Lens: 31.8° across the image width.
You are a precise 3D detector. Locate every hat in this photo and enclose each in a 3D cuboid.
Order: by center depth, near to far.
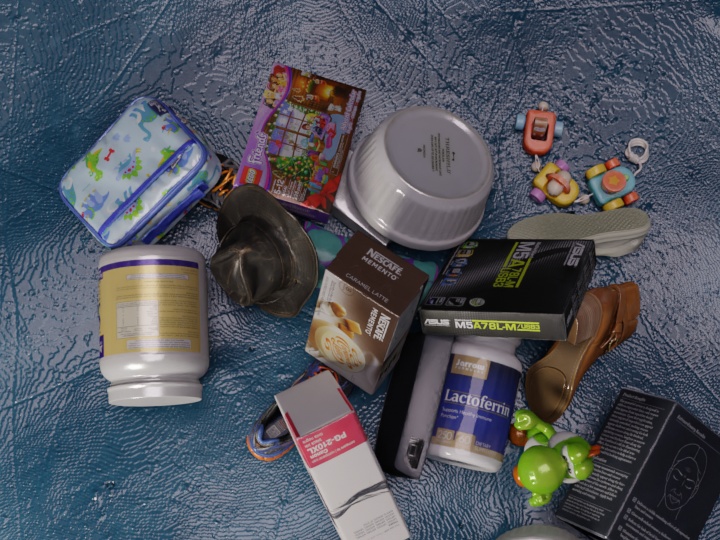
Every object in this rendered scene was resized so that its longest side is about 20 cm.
[{"bbox_3d":[-0.149,-0.012,1.678,0.081,0.201,0.201,-30,80,-37],"label":"hat"}]

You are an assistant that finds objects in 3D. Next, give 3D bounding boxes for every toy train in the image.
[{"bbox_3d":[0.312,-0.161,1.800,0.200,0.056,0.150,14,79,1],"label":"toy train"}]

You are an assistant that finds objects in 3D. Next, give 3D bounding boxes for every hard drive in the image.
[{"bbox_3d":[0.068,0.174,1.683,0.042,0.135,0.200,17,80,-13],"label":"hard drive"}]

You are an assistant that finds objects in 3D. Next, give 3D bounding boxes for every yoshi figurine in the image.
[{"bbox_3d":[0.231,0.244,1.637,0.112,0.200,0.112,36,81,-6],"label":"yoshi figurine"}]

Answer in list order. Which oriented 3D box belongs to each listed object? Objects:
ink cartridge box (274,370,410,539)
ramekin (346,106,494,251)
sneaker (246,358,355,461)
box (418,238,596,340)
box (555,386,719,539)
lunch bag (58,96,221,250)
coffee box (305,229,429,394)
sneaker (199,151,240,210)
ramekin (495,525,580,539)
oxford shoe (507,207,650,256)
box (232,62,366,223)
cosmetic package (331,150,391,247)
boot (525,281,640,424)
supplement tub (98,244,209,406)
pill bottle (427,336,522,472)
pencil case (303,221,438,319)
[{"bbox_3d":[-0.024,0.251,1.624,0.084,0.145,0.200,-26,112,-6],"label":"ink cartridge box"},{"bbox_3d":[0.089,-0.135,1.729,0.202,0.094,0.203,10,56,-15],"label":"ramekin"},{"bbox_3d":[-0.072,0.179,1.709,0.075,0.078,0.200,41,80,5],"label":"sneaker"},{"bbox_3d":[0.198,0.021,1.671,0.193,0.200,0.048,0,119,24],"label":"box"},{"bbox_3d":[0.377,0.279,1.659,0.148,0.107,0.200,37,78,-28],"label":"box"},{"bbox_3d":[-0.299,-0.126,1.732,0.200,0.082,0.161,-43,66,2],"label":"lunch bag"},{"bbox_3d":[0.006,0.057,1.633,0.114,0.200,0.080,33,56,10],"label":"coffee box"},{"bbox_3d":[-0.171,-0.107,1.764,0.200,0.077,0.078,36,82,7],"label":"sneaker"},{"bbox_3d":[0.230,0.422,1.627,0.202,0.094,0.203,2,100,10],"label":"ramekin"},{"bbox_3d":[0.306,-0.045,1.776,0.200,0.058,0.075,-5,43,2],"label":"oxford shoe"},{"bbox_3d":[-0.083,-0.176,1.740,0.137,0.039,0.200,16,69,-2],"label":"box"},{"bbox_3d":[-0.022,-0.118,1.782,0.200,0.051,0.083,38,75,5],"label":"cosmetic package"},{"bbox_3d":[0.307,0.108,1.734,0.155,0.200,0.077,-19,36,-41],"label":"boot"},{"bbox_3d":[-0.276,0.075,1.689,0.145,0.145,0.200,-2,79,-2],"label":"supplement tub"},{"bbox_3d":[0.153,0.162,1.701,0.116,0.116,0.200,13,78,1],"label":"pill bottle"},{"bbox_3d":[0.000,0.000,1.734,0.200,0.092,0.085,19,110,-7],"label":"pencil case"}]
